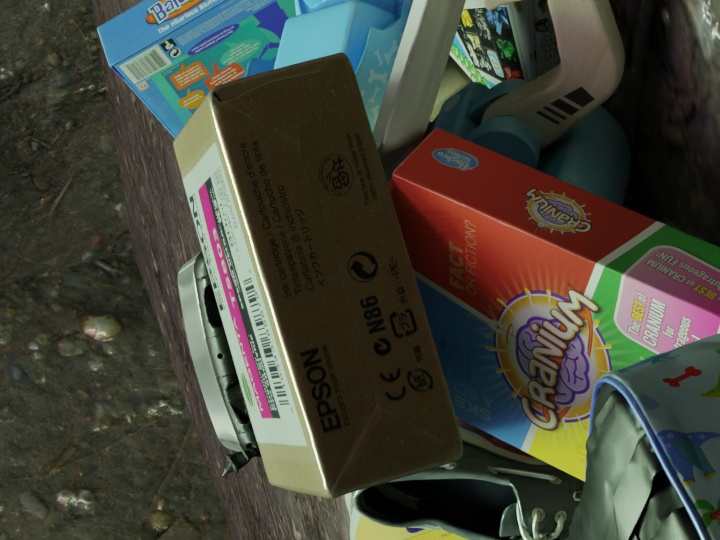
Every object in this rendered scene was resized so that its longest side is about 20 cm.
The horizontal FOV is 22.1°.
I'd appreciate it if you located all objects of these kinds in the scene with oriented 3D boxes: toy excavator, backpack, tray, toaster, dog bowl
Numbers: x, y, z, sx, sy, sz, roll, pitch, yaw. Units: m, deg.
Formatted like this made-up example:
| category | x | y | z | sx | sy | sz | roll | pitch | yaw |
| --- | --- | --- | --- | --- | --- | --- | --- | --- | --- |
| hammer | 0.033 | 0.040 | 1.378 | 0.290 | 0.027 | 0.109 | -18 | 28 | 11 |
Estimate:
| category | x | y | z | sx | sy | sz | roll | pitch | yaw |
| --- | --- | --- | --- | --- | --- | --- | --- | --- | --- |
| toy excavator | 0.091 | -0.068 | 0.933 | 0.194 | 0.200 | 0.100 | 41 | -138 | -20 |
| backpack | 0.163 | 0.122 | 0.728 | 0.200 | 0.147 | 0.183 | 83 | 167 | -48 |
| tray | 0.039 | -0.134 | 0.936 | 0.107 | 0.022 | 0.201 | 117 | 170 | -74 |
| toaster | -0.054 | 0.056 | 1.542 | 0.119 | 0.199 | 0.181 | 161 | 94 | -74 |
| dog bowl | -0.009 | -0.168 | 1.188 | 0.111 | 0.050 | 0.201 | -8 | 62 | 44 |

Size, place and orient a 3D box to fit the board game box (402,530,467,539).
| category | x | y | z | sx | sy | sz | roll | pitch | yaw |
| --- | --- | --- | --- | --- | --- | --- | --- | --- | --- |
| board game box | 0.090 | 0.207 | 1.076 | 0.034 | 0.199 | 0.135 | 11 | -120 | -68 |

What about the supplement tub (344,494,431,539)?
| category | x | y | z | sx | sy | sz | roll | pitch | yaw |
| --- | --- | --- | --- | --- | --- | --- | --- | --- | --- |
| supplement tub | 0.077 | 0.194 | 1.222 | 0.200 | 0.145 | 0.146 | -122 | 20 | -53 |

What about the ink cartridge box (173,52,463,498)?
| category | x | y | z | sx | sy | sz | roll | pitch | yaw |
| --- | --- | --- | --- | --- | --- | --- | --- | --- | --- |
| ink cartridge box | -0.027 | 0.008 | 0.926 | 0.165 | 0.075 | 0.201 | 157 | 97 | -76 |

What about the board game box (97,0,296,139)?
| category | x | y | z | sx | sy | sz | roll | pitch | yaw |
| --- | --- | --- | --- | --- | --- | --- | --- | --- | --- |
| board game box | -0.075 | -0.143 | 1.338 | 0.200 | 0.152 | 0.045 | 52 | -168 | -52 |

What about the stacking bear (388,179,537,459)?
| category | x | y | z | sx | sy | sz | roll | pitch | yaw |
| --- | --- | --- | --- | --- | --- | --- | --- | --- | --- |
| stacking bear | 0.040 | 0.018 | 1.064 | 0.200 | 0.121 | 0.114 | 46 | -145 | -11 |

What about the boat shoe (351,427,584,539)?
| category | x | y | z | sx | sy | sz | roll | pitch | yaw |
| --- | --- | --- | --- | --- | --- | --- | --- | --- | --- |
| boat shoe | 0.089 | 0.136 | 1.009 | 0.062 | 0.199 | 0.073 | -53 | -24 | -55 |

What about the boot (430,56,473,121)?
| category | x | y | z | sx | sy | sz | roll | pitch | yaw |
| --- | --- | --- | --- | --- | --- | --- | --- | --- | --- |
| boot | 0.018 | -0.066 | 1.202 | 0.200 | 0.073 | 0.156 | -55 | 39 | 20 |

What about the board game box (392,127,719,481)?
| category | x | y | z | sx | sy | sz | roll | pitch | yaw |
| --- | --- | --- | --- | --- | --- | --- | --- | --- | --- |
| board game box | 0.108 | 0.035 | 0.876 | 0.200 | 0.040 | 0.153 | 25 | 141 | 26 |

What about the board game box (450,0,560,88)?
| category | x | y | z | sx | sy | sz | roll | pitch | yaw |
| --- | --- | --- | --- | --- | --- | --- | --- | --- | --- |
| board game box | 0.076 | -0.166 | 1.057 | 0.200 | 0.034 | 0.127 | -122 | 22 | -55 |
